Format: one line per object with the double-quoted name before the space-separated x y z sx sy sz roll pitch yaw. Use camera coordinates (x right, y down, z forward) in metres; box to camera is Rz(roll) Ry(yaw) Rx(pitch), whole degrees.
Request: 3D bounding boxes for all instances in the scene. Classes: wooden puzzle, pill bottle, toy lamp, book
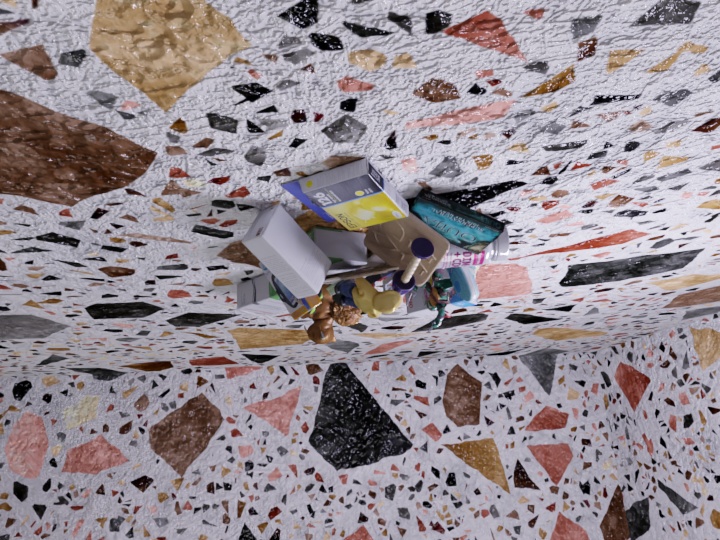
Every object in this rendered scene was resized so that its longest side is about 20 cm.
"wooden puzzle" 0.107 -0.069 1.392 0.185 0.046 0.200 37 151 6
"pill bottle" 0.255 -0.066 1.481 0.199 0.114 0.113 -4 163 -2
"toy lamp" 0.114 -0.003 1.372 0.058 0.058 0.200 0 152 -15
"book" 0.000 0.000 1.632 0.134 0.048 0.200 -36 -177 -31

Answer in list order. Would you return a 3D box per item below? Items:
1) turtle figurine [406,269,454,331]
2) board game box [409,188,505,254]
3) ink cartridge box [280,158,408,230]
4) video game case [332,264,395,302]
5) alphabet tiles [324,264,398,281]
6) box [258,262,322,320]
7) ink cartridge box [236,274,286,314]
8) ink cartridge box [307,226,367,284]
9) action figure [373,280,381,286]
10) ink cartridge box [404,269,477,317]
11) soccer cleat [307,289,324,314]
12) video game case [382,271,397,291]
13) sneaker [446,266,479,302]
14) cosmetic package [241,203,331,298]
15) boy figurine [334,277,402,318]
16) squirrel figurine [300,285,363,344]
"turtle figurine" 0.201 0.069 1.661 0.101 0.150 0.200 -24 149 -28
"board game box" 0.204 -0.105 1.350 0.200 0.028 0.135 22 155 -5
"ink cartridge box" -0.030 -0.144 1.248 0.200 0.047 0.198 -15 155 24
"video game case" 0.044 0.015 1.644 0.181 0.026 0.200 -29 180 39
"alphabet tiles" -0.004 0.006 1.411 0.167 0.008 0.200 -10 -177 -9
"box" -0.186 0.021 1.521 0.041 0.200 0.119 -34 179 -34
"ink cartridge box" -0.257 0.068 1.820 0.200 0.084 0.146 -18 158 37
"ink cartridge box" -0.093 -0.033 1.539 0.145 0.088 0.200 5 159 -28
"action figure" 0.091 0.029 1.772 0.065 0.099 0.200 1 166 -45
"ink cartridge box" 0.229 0.047 1.778 0.200 0.145 0.085 -18 161 36
"soccer cleat" -0.142 0.050 1.643 0.081 0.200 0.068 27 115 -14
"video game case" 0.123 0.017 1.647 0.143 0.018 0.200 -33 167 -5
"sneaker" 0.294 -0.011 1.566 0.130 0.200 0.080 -8 144 -17
"cosmetic package" -0.160 -0.039 1.340 0.074 0.102 0.200 -15 128 38
"boy figurine" 0.017 0.062 1.472 0.064 0.125 0.200 -38 -153 -30
"squirrel figurine" -0.097 0.134 1.902 0.200 0.187 0.142 -9 162 14
